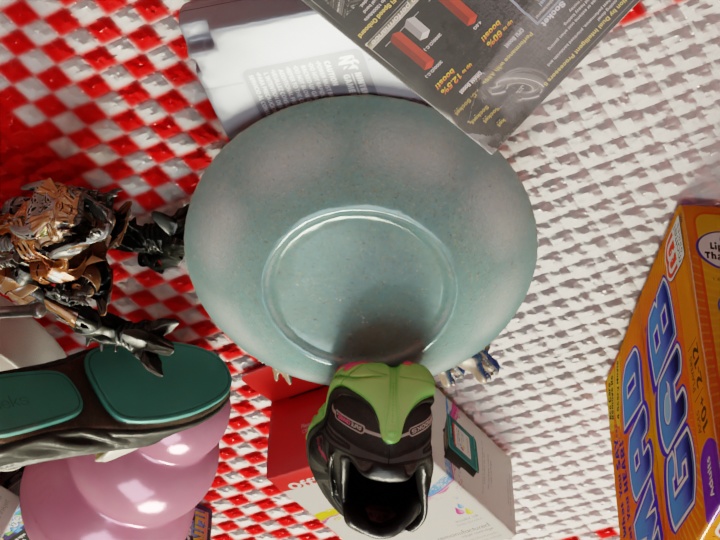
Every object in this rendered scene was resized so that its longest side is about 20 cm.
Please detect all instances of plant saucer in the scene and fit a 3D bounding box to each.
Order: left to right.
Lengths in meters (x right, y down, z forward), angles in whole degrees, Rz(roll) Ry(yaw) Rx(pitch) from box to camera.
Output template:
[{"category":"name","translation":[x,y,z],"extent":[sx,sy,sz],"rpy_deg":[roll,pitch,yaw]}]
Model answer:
[{"category":"plant saucer","translation":[0.000,0.000,0.870],"extent":[0.198,0.039,0.203],"rpy_deg":[0,128,0]}]

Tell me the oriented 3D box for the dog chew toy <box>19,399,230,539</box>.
[{"category":"dog chew toy","translation":[-0.153,0.127,1.078],"extent":[0.123,0.125,0.200],"rpy_deg":[19,132,-22]}]

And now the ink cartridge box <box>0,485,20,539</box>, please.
[{"category":"ink cartridge box","translation":[-0.371,0.191,1.100],"extent":[0.199,0.146,0.145],"rpy_deg":[32,135,-10]}]

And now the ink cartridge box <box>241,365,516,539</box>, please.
[{"category":"ink cartridge box","translation":[0.013,0.131,1.114],"extent":[0.115,0.068,0.200],"rpy_deg":[-21,137,26]}]

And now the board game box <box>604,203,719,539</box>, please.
[{"category":"board game box","translation":[0.274,0.105,0.962],"extent":[0.197,0.202,0.201],"rpy_deg":[4,143,-4]}]

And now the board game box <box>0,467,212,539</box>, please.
[{"category":"board game box","translation":[-0.240,0.220,1.249],"extent":[0.164,0.057,0.199],"rpy_deg":[26,136,-32]}]

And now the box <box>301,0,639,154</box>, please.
[{"category":"box","translation":[0.068,-0.169,0.672],"extent":[0.157,0.050,0.200],"rpy_deg":[33,107,-36]}]

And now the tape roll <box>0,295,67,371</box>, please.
[{"category":"tape roll","translation":[-0.283,0.055,1.014],"extent":[0.200,0.037,0.204],"rpy_deg":[12,149,7]}]

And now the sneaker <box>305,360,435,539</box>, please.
[{"category":"sneaker","translation":[0.003,0.119,0.922],"extent":[0.076,0.085,0.200],"rpy_deg":[3,155,1]}]

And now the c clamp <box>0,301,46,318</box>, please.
[{"category":"c clamp","translation":[-0.280,-0.046,0.871],"extent":[0.169,0.027,0.201],"rpy_deg":[-13,117,31]}]

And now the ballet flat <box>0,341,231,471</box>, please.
[{"category":"ballet flat","translation":[-0.172,0.085,0.956],"extent":[0.198,0.068,0.069],"rpy_deg":[-4,146,-40]}]

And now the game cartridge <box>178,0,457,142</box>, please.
[{"category":"game cartridge","translation":[-0.005,-0.081,0.866],"extent":[0.132,0.041,0.201],"rpy_deg":[-5,142,14]}]

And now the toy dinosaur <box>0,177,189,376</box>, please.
[{"category":"toy dinosaur","translation":[-0.169,-0.012,0.923],"extent":[0.134,0.103,0.200],"rpy_deg":[18,-177,-19]}]

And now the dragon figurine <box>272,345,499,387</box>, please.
[{"category":"dragon figurine","translation":[-0.007,0.032,0.991],"extent":[0.199,0.100,0.059],"rpy_deg":[35,138,-10]}]
